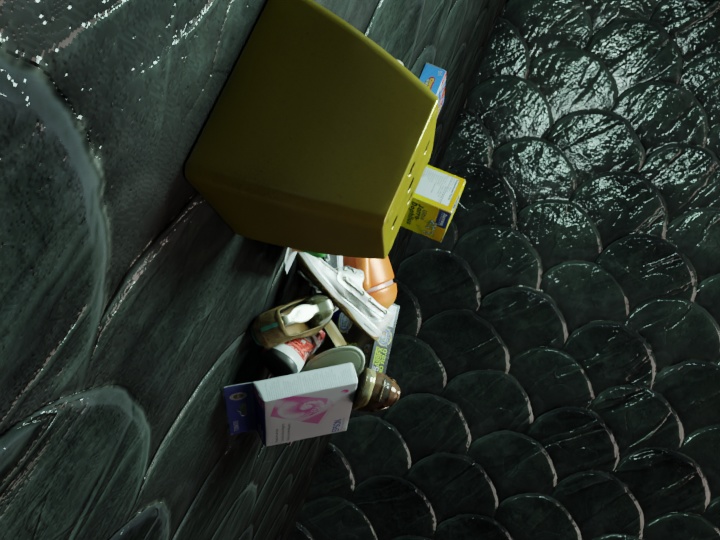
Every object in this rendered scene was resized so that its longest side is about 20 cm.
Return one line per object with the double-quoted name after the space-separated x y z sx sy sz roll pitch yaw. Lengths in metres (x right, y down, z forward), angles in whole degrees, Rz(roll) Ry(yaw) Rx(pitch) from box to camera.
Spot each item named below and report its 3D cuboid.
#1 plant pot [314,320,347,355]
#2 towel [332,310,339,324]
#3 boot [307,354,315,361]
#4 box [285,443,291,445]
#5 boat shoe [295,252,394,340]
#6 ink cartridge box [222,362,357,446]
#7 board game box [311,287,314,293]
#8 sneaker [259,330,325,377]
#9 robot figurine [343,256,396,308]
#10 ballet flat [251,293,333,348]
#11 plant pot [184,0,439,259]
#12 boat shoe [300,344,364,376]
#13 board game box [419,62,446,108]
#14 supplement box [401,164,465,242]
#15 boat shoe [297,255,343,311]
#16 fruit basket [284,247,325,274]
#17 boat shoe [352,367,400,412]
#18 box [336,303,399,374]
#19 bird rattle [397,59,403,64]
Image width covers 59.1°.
-0.055 0.147 1.185 0.027 0.201 0.201 -27 157 -18 "plant pot"
-0.026 0.146 1.405 0.049 0.200 0.149 0 126 -38 "towel"
-0.113 0.191 1.317 0.200 0.076 0.155 -50 164 -8 "boot"
-0.154 0.333 1.581 0.110 0.034 0.201 -59 168 -49 "box"
-0.024 0.024 1.030 0.069 0.200 0.071 -46 -163 -8 "boat shoe"
-0.111 0.223 1.008 0.197 0.198 0.044 100 -24 -55 "ink cartridge box"
-0.068 0.033 1.321 0.135 0.034 0.202 -39 151 -75 "board game box"
-0.107 0.123 1.049 0.108 0.067 0.201 -48 178 -17 "sneaker"
0.000 0.000 1.171 0.116 0.202 0.143 -20 -177 -38 "robot figurine"
-0.087 0.069 0.993 0.072 0.068 0.199 -27 173 31 "ballet flat"
-0.028 -0.117 0.638 0.200 0.175 0.202 78 35 -78 "plant pot"
-0.063 0.178 1.081 0.199 0.074 0.066 -45 -178 27 "boat shoe"
0.150 -0.380 1.590 0.196 0.055 0.202 43 69 -82 "board game box"
0.120 -0.170 1.436 0.110 0.198 0.109 102 14 -54 "supplement box"
-0.065 0.001 1.087 0.068 0.073 0.201 -38 148 -40 "boat shoe"
-0.071 -0.090 0.852 0.200 0.093 0.187 167 -53 -80 "fruit basket"
0.025 0.205 1.056 0.200 0.067 0.073 109 -1 -78 "boat shoe"
-0.003 0.161 1.278 0.160 0.044 0.202 -4 -111 57 "box"
0.071 -0.298 1.141 0.164 0.111 0.201 78 28 -48 "bird rattle"
